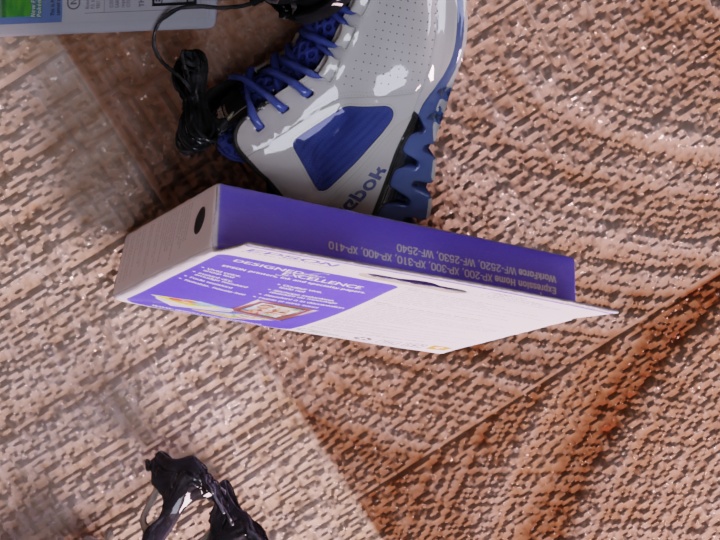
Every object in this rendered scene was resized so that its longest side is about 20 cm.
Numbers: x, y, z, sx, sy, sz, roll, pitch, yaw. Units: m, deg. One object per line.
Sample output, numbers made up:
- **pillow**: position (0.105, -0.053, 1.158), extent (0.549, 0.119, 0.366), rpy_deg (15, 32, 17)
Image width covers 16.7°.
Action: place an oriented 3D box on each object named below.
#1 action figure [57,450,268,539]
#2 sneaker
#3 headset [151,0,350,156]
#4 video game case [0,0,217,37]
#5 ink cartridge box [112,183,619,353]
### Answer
- **action figure**: position (-0.146, 0.186, 1.324), extent (0.200, 0.102, 0.119), rpy_deg (-37, 133, 0)
- **sneaker**: position (-0.017, -0.096, 1.232), extent (0.115, 0.081, 0.200), rpy_deg (-3, 119, -20)
- **headset**: position (-0.054, -0.144, 1.143), extent (0.123, 0.094, 0.200), rpy_deg (9, 144, -19)
- **video game case**: position (-0.153, -0.207, 1.163), extent (0.181, 0.022, 0.201), rpy_deg (-4, 118, -17)
- **ink cartridge box**: position (0.000, 0.000, 1.227), extent (0.197, 0.200, 0.044), rpy_deg (10, 79, -22)
